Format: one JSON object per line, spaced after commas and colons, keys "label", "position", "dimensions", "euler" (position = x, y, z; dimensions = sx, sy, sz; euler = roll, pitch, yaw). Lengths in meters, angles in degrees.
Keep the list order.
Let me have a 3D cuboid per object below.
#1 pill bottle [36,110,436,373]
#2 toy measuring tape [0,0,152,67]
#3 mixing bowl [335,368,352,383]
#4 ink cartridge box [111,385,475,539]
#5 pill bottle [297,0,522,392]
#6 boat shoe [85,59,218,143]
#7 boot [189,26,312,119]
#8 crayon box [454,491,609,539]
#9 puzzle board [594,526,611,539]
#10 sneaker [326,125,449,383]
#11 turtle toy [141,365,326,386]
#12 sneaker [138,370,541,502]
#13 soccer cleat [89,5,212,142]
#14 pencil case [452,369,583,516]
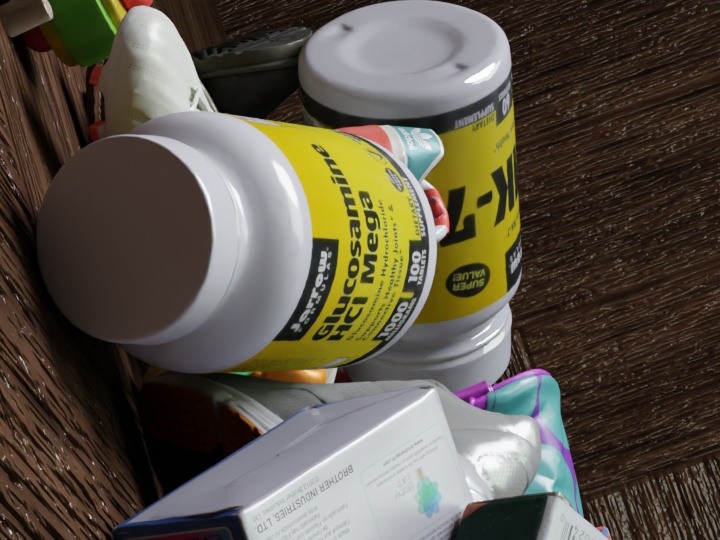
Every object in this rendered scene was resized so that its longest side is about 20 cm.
{"label": "pill bottle", "position": [-0.054, -0.011, 1.134], "dimensions": [0.200, 0.112, 0.113], "euler": [1, 68, -65]}
{"label": "toy measuring tape", "position": [-0.136, -0.122, 1.232], "dimensions": [0.200, 0.073, 0.074], "euler": [-93, 164, -70]}
{"label": "mixing bowl", "position": [-0.052, 0.024, 1.713], "dimensions": [0.200, 0.108, 0.201], "euler": [-18, 90, -88]}
{"label": "ink cartridge box", "position": [-0.002, 0.166, 1.052], "dimensions": [0.136, 0.076, 0.200], "euler": [-29, 102, -47]}
{"label": "pill bottle", "position": [0.030, -0.035, 1.408], "dimensions": [0.114, 0.114, 0.200], "euler": [-107, -170, -57]}
{"label": "boat shoe", "position": [-0.099, -0.032, 1.369], "dimensions": [0.075, 0.075, 0.203], "euler": [9, 62, -82]}
{"label": "boot", "position": [-0.063, -0.027, 1.463], "dimensions": [0.182, 0.072, 0.201], "euler": [-12, -83, 49]}
{"label": "crayon box", "position": [0.070, 0.206, 1.032], "dimensions": [0.127, 0.051, 0.200], "euler": [42, 53, -34]}
{"label": "puzzle board", "position": [0.043, 0.187, 1.313], "dimensions": [0.151, 0.199, 0.017], "euler": [-107, -174, -64]}
{"label": "sneaker", "position": [0.000, -0.001, 1.325], "dimensions": [0.200, 0.093, 0.070], "euler": [96, -22, -50]}
{"label": "turtle toy", "position": [-0.031, 0.125, 1.268], "dimensions": [0.146, 0.101, 0.200], "euler": [69, 2, -59]}
{"label": "sneaker", "position": [-0.008, 0.080, 1.174], "dimensions": [0.092, 0.200, 0.076], "euler": [-35, 131, -46]}
{"label": "soccer cleat", "position": [-0.079, -0.042, 1.261], "dimensions": [0.069, 0.077, 0.200], "euler": [-60, 152, -45]}
{"label": "pencil case", "position": [0.070, 0.152, 1.210], "dimensions": [0.092, 0.085, 0.201], "euler": [32, 43, -63]}
